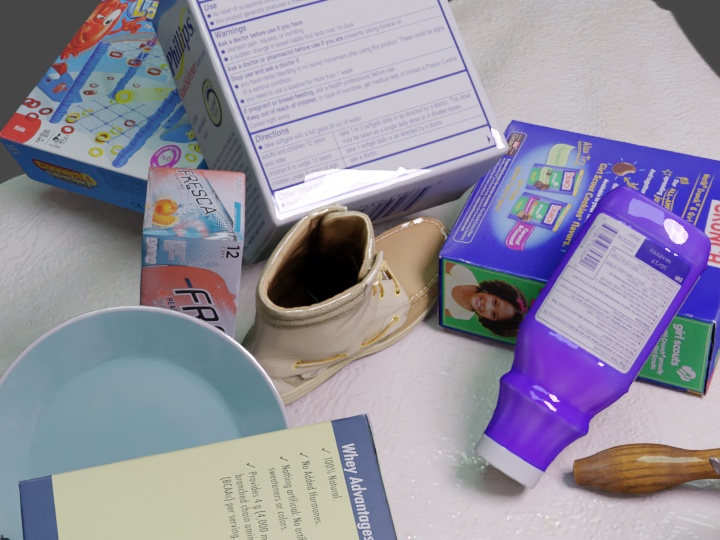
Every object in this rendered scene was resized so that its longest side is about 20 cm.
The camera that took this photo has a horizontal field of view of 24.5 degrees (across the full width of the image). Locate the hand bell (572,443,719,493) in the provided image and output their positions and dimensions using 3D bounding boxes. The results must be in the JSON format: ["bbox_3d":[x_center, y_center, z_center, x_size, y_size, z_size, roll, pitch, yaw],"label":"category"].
[{"bbox_3d":[0.236,0.122,1.058,0.200,0.104,0.104,-5,42,18],"label":"hand bell"}]

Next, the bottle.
[{"bbox_3d":[0.146,0.046,1.078,0.083,0.065,0.200,32,91,12],"label":"bottle"}]

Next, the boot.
[{"bbox_3d":[0.000,0.000,1.130,0.200,0.156,0.073,-33,72,-24],"label":"boot"}]

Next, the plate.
[{"bbox_3d":[-0.140,0.121,1.038,0.200,0.201,0.026,-8,1,-3],"label":"plate"}]

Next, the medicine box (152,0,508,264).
[{"bbox_3d":[-0.024,-0.132,1.172,0.182,0.103,0.200,-18,80,-20],"label":"medicine box"}]

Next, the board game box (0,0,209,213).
[{"bbox_3d":[-0.147,-0.140,1.286,0.200,0.056,0.196,16,63,33],"label":"board game box"}]

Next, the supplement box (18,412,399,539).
[{"bbox_3d":[-0.070,0.212,0.917,0.199,0.134,0.200,-10,53,-6],"label":"supplement box"}]

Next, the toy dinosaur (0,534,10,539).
[{"bbox_3d":[-0.246,0.198,1.015,0.200,0.088,0.047,15,9,17],"label":"toy dinosaur"}]

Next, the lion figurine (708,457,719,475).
[{"bbox_3d":[0.299,0.169,0.955,0.122,0.072,0.200,-31,81,7],"label":"lion figurine"}]

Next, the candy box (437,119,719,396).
[{"bbox_3d":[0.177,-0.015,1.196,0.200,0.077,0.169,13,46,19],"label":"candy box"}]

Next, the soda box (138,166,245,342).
[{"bbox_3d":[-0.113,0.029,1.082,0.063,0.200,0.068,3,43,-6],"label":"soda box"}]
